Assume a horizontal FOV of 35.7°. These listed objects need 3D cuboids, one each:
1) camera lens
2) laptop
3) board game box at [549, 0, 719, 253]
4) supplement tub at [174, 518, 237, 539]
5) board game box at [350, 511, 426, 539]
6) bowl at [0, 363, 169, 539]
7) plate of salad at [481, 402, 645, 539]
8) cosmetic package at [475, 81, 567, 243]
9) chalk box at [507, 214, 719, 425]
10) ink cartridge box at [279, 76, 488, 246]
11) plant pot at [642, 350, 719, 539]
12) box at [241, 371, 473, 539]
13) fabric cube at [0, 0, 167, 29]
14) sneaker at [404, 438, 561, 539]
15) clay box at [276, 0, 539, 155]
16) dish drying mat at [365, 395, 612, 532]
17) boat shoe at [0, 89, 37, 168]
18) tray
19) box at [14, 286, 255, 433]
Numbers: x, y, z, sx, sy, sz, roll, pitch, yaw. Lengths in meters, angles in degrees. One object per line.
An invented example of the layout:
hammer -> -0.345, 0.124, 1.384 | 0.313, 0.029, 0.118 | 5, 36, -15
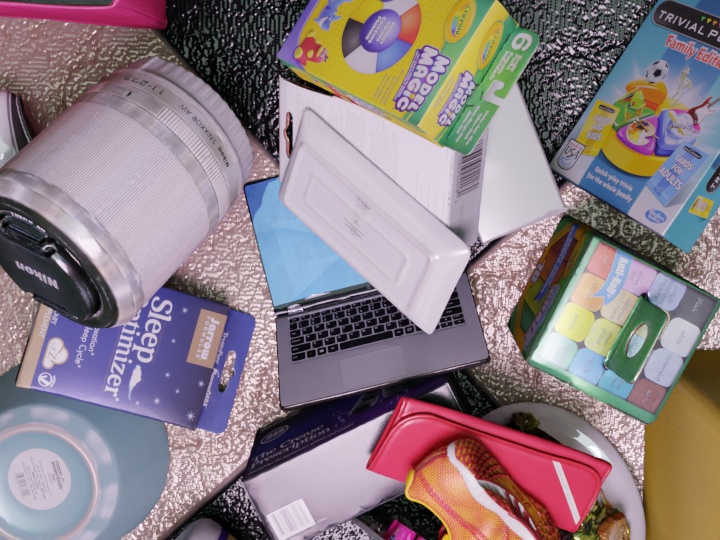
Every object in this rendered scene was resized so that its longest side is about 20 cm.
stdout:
camera lens -> -0.206, -0.063, 0.945 | 0.160, 0.160, 0.200 | 41, 59, -4
laptop -> 0.000, 0.000, 1.005 | 0.187, 0.200, 0.116 | -14, 127, 4
board game box -> 0.275, -0.137, 0.965 | 0.047, 0.151, 0.200 | 25, 100, -41
supplement tub -> -0.117, 0.346, 1.045 | 0.200, 0.145, 0.145 | 41, 97, -4
board game box -> 0.077, 0.268, 0.995 | 0.200, 0.200, 0.026 | 38, 81, -11
bowl -> -0.288, 0.187, 1.049 | 0.200, 0.105, 0.201 | 0, 99, 2
plate of salad -> 0.177, 0.210, 1.014 | 0.200, 0.048, 0.200 | 10, 60, -17
cosmetic package -> 0.106, -0.132, 0.991 | 0.090, 0.107, 0.200 | -24, 98, 6
chalk box -> 0.215, 0.042, 0.964 | 0.124, 0.200, 0.125 | 27, 98, -2
ink cartridge box -> 0.014, -0.098, 0.971 | 0.200, 0.050, 0.109 | 27, 127, 35
plant pot -> 0.370, 0.187, 0.993 | 0.200, 0.176, 0.200 | 0, 99, 2
box -> 0.002, 0.156, 1.016 | 0.200, 0.141, 0.079 | -26, 97, 5
fabric cube -> -0.269, -0.310, 0.931 | 0.200, 0.199, 0.197 | 4, 97, 1
sneaker -> 0.112, 0.219, 0.927 | 0.077, 0.073, 0.200 | -32, 108, 24
clay box -> 0.035, -0.179, 0.895 | 0.200, 0.048, 0.115 | 31, 90, 38
dish drying mat -> 0.110, 0.165, 0.938 | 0.200, 0.018, 0.077 | 19, 112, -16
boat shoe -> -0.287, -0.072, 1.033 | 0.066, 0.070, 0.200 | -15, 96, -9
tray -> 0.001, -0.039, 0.960 | 0.200, 0.022, 0.107 | 42, 135, 21
box -> -0.200, 0.072, 1.026 | 0.200, 0.032, 0.121 | 17, 83, -19
